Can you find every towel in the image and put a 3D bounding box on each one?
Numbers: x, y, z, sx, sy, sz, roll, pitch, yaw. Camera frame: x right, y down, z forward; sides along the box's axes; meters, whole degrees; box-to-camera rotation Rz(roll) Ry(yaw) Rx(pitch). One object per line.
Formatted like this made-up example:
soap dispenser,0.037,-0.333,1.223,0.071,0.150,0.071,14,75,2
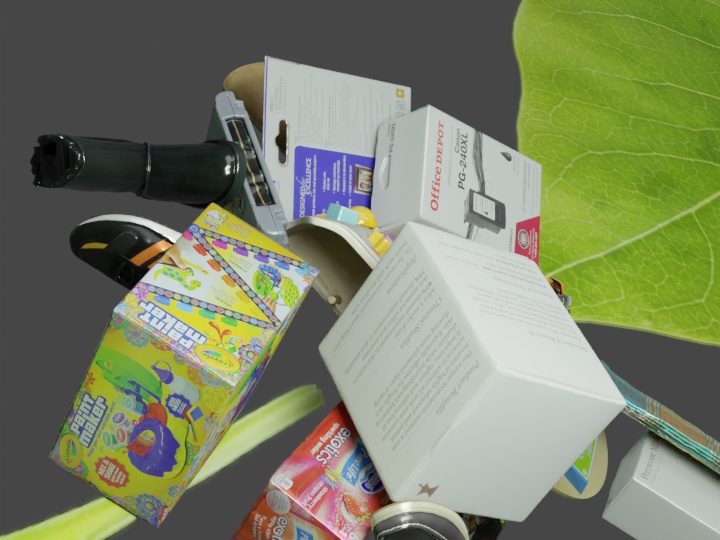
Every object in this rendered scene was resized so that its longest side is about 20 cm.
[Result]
towel,0.333,0.164,1.581,0.200,0.022,0.147,33,9,5

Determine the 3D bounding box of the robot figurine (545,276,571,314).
robot figurine,0.160,0.028,1.593,0.144,0.058,0.200,-2,-6,11

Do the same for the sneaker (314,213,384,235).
sneaker,0.007,0.002,1.615,0.199,0.078,0.077,22,49,-7

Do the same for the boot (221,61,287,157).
boot,-0.049,-0.183,1.797,0.175,0.066,0.200,-12,52,-42

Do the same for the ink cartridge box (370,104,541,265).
ink cartridge box,0.114,-0.084,1.691,0.200,0.083,0.146,22,62,-37

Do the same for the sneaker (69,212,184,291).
sneaker,-0.202,0.009,1.471,0.199,0.070,0.090,18,47,-10

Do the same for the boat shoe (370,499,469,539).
boat shoe,0.069,0.265,1.291,0.200,0.072,0.065,55,20,-50

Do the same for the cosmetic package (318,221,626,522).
cosmetic package,0.096,0.094,1.322,0.166,0.168,0.200,16,32,-37

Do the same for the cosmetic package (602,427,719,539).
cosmetic package,0.368,0.266,1.549,0.200,0.071,0.101,32,37,3

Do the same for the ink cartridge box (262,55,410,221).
ink cartridge box,-0.033,-0.134,1.680,0.199,0.043,0.199,8,76,-31

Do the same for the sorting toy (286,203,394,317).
sorting toy,0.000,0.000,1.491,0.200,0.107,0.180,48,-1,7

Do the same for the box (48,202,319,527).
box,-0.158,0.083,1.306,0.122,0.200,0.193,32,38,2

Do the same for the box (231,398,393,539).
box,-0.018,0.199,1.350,0.100,0.096,0.200,37,37,7

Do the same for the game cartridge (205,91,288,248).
game cartridge,-0.128,-0.075,1.560,0.040,0.134,0.200,-10,55,-18

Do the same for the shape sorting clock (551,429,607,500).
shape sorting clock,0.202,0.151,1.554,0.200,0.039,0.200,32,40,-32

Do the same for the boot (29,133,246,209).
boot,-0.235,-0.108,1.508,0.162,0.074,0.198,7,-2,-41

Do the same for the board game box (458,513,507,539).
board game box,0.118,0.208,1.458,0.105,0.023,0.200,55,37,-7
